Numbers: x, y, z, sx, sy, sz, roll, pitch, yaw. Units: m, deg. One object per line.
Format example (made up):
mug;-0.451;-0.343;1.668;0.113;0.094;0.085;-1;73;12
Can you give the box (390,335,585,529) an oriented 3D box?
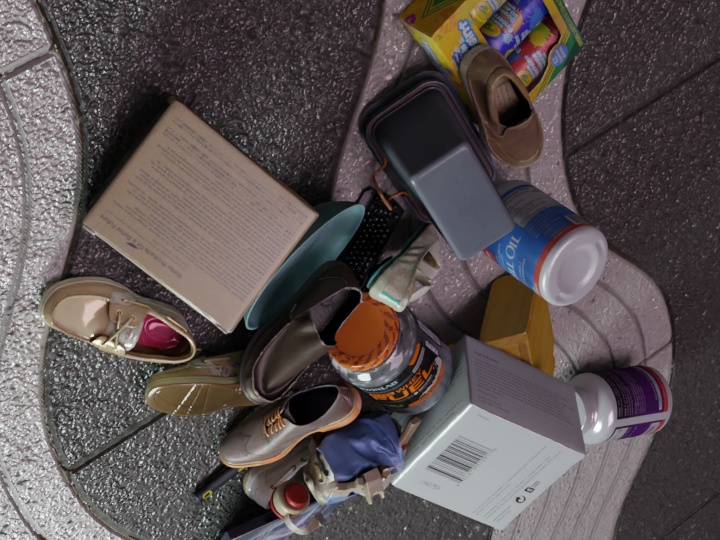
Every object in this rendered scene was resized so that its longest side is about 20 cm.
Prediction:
box;0.171;0.226;1.775;0.198;0.132;0.199;25;128;-21

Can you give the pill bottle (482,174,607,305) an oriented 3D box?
pill bottle;0.216;-0.048;1.668;0.111;0.200;0.113;-20;128;-27

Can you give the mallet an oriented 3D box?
mallet;-0.132;0.245;1.703;0.200;0.041;0.066;-41;138;-3

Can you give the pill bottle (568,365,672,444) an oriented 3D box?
pill bottle;0.398;0.215;2.056;0.198;0.112;0.114;-3;119;-38

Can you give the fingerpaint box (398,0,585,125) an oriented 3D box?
fingerpaint box;0.164;-0.289;1.557;0.167;0.073;0.200;-46;136;-4

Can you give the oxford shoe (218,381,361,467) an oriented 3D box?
oxford shoe;-0.100;0.188;1.627;0.198;0.072;0.073;-28;157;9

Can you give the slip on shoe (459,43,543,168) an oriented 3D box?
slip on shoe;0.181;-0.186;1.545;0.076;0.061;0.201;-38;136;-7

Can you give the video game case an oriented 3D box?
video game case;-0.108;0.342;1.746;0.198;0.019;0.143;-21;160;-28

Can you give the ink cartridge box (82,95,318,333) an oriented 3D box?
ink cartridge box;-0.172;-0.060;1.378;0.199;0.075;0.165;39;92;-18

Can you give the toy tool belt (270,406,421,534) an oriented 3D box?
toy tool belt;-0.016;0.248;1.661;0.199;0.126;0.123;-24;167;-37

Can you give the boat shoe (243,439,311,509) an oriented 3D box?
boat shoe;-0.060;0.267;1.747;0.199;0.069;0.071;-29;131;-22

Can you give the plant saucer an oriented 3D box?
plant saucer;-0.075;-0.015;1.520;0.200;0.036;0.200;-44;169;-10

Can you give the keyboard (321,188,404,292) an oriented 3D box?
keyboard;0.000;0.000;1.641;0.104;0.040;0.201;20;104;-44

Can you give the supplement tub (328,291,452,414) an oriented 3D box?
supplement tub;0.034;0.104;1.652;0.123;0.122;0.200;-50;149;0

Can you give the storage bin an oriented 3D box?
storage bin;0.095;-0.111;1.551;0.145;0.135;0.201;-32;130;5

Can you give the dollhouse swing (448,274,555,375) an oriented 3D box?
dollhouse swing;0.178;0.123;1.872;0.183;0.174;0.201;-72;153;-42

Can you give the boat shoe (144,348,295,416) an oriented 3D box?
boat shoe;-0.177;0.131;1.578;0.198;0.063;0.073;0;144;-36

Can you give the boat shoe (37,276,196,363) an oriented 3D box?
boat shoe;-0.265;0.060;1.442;0.199;0.069;0.074;15;108;-44

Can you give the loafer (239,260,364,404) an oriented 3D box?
loafer;-0.070;0.076;1.539;0.073;0.071;0.201;38;85;-33

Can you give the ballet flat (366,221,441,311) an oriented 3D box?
ballet flat;0.067;-0.001;1.614;0.068;0.062;0.200;-57;174;33
